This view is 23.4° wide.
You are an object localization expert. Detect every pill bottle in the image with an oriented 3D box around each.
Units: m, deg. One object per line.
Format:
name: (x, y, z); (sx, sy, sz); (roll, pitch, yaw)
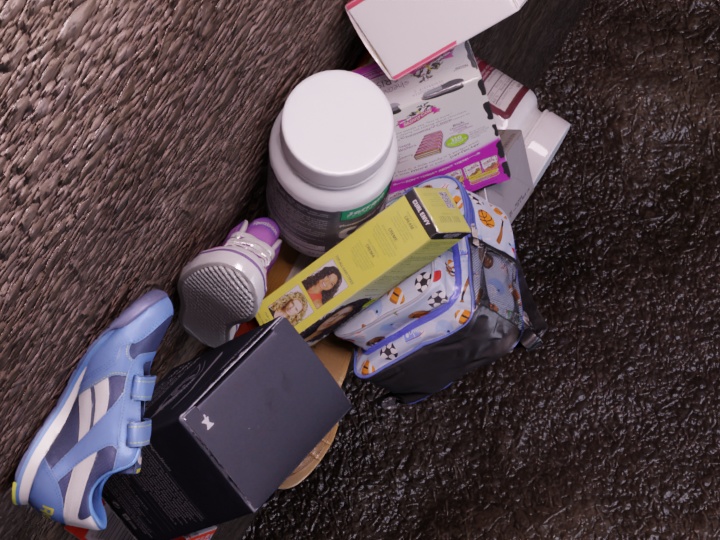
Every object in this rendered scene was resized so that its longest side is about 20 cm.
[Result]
pill bottle: (-0.026, -0.092, 1.522); (0.113, 0.113, 0.200); (-56, 174, -16)
pill bottle: (0.125, -0.174, 1.927); (0.115, 0.199, 0.114); (-56, 174, -9)

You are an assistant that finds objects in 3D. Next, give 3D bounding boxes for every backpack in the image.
backpack: (0.064, 0.008, 1.672); (0.199, 0.154, 0.191); (-26, -139, 32)

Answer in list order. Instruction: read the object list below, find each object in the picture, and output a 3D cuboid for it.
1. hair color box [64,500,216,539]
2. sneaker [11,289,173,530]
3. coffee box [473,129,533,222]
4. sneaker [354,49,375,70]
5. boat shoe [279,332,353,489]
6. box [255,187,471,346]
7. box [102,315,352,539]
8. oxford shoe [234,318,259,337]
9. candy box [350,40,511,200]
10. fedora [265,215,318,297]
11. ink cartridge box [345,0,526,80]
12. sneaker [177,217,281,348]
hair color box: (-0.217, 0.258, 1.745); (0.064, 0.111, 0.200); (-57, 175, -4)
sneaker: (-0.190, 0.110, 1.347); (0.201, 0.082, 0.074); (-60, 173, 3)
coffee box: (0.070, -0.093, 1.863); (0.113, 0.199, 0.080); (-53, 137, -46)
sneaker: (0.018, -0.153, 1.760); (0.073, 0.077, 0.200); (-57, 176, -24)
boat shoe: (-0.059, 0.130, 1.677); (0.069, 0.071, 0.201); (-41, -158, 53)
box: (0.000, 0.000, 1.561); (0.200, 0.050, 0.075); (-37, 166, 24)
box: (-0.129, 0.143, 1.510); (0.148, 0.105, 0.200); (-45, -168, -36)
oxford shoe: (-0.133, 0.091, 1.893); (0.072, 0.071, 0.200); (-33, -175, 22)
candy box: (0.063, -0.136, 1.684); (0.136, 0.061, 0.200); (-19, 152, 3)
fedora: (-0.064, -0.017, 1.748); (0.201, 0.082, 0.201); (-60, 175, -8)
ink cartridge box: (0.095, -0.266, 1.532); (0.146, 0.083, 0.200); (-27, -165, 35)
sneaker: (-0.107, -0.011, 1.521); (0.115, 0.072, 0.200); (-60, -174, -20)
